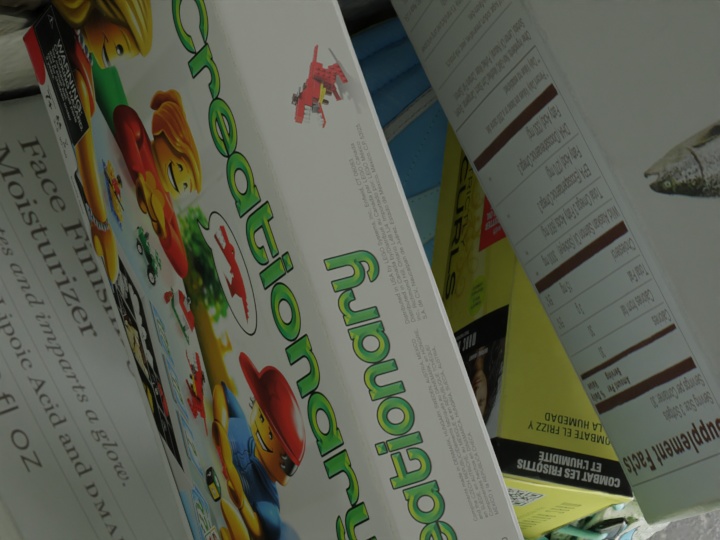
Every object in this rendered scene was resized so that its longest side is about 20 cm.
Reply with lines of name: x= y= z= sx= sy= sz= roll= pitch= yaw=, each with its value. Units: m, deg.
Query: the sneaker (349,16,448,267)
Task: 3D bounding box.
sneaker: x=0.000 y=0.000 z=0.970 sx=0.200 sy=0.131 sz=0.080 roll=-55 pitch=158 yaw=-4

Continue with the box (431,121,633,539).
box: x=0.058 y=-0.020 z=0.870 sx=0.050 sy=0.200 sz=0.075 roll=14 pitch=162 yaw=-18

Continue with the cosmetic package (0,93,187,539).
cosmetic package: x=-0.116 y=0.051 z=0.856 sx=0.165 sy=0.165 sz=0.200 roll=-31 pitch=174 yaw=32

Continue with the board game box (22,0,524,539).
board game box: x=-0.024 y=0.009 z=0.680 sx=0.035 sy=0.200 sz=0.126 roll=-15 pitch=170 yaw=-26

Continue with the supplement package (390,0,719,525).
supplement package: x=0.101 y=-0.045 z=0.774 sx=0.117 sy=0.200 sz=0.117 roll=-26 pitch=175 yaw=-14

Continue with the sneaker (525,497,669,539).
sneaker: x=0.073 y=0.086 z=0.962 sx=0.086 sy=0.078 sz=0.200 roll=-53 pitch=175 yaw=-18
